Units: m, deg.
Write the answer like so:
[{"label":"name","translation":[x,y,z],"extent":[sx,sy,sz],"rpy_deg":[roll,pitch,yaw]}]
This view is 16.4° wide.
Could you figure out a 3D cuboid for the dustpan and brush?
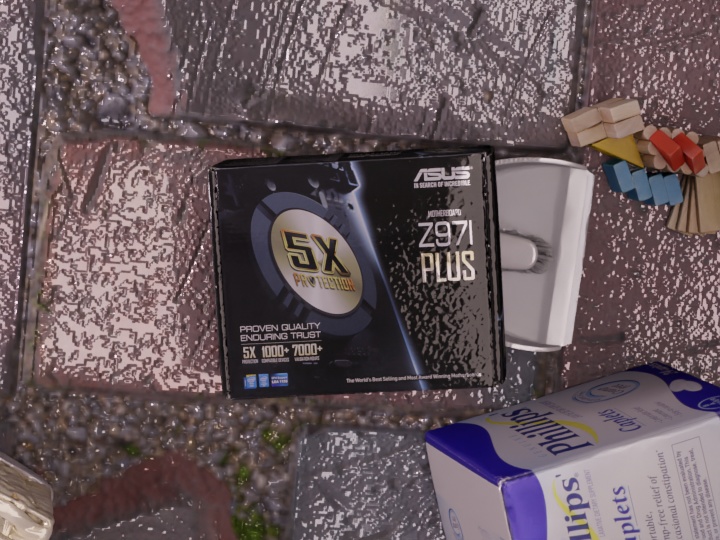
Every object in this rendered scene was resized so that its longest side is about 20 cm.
[{"label":"dustpan and brush","translation":[0.061,-0.021,1.813],"extent":[0.199,0.057,0.141],"rpy_deg":[9,95,11]}]

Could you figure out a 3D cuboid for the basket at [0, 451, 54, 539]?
[{"label":"basket","translation":[-0.316,0.167,1.701],"extent":[0.199,0.123,0.136],"rpy_deg":[30,88,-17]}]

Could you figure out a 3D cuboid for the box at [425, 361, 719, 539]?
[{"label":"box","translation":[0.171,0.153,1.798],"extent":[0.199,0.184,0.106],"rpy_deg":[-17,101,-13]}]

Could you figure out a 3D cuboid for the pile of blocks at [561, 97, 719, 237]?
[{"label":"pile of blocks","translation":[0.244,-0.070,1.859],"extent":[0.199,0.062,0.083],"rpy_deg":[17,91,-16]}]

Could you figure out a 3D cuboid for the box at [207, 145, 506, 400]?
[{"label":"box","translation":[0.000,0.000,1.757],"extent":[0.199,0.086,0.165],"rpy_deg":[-2,96,5]}]
